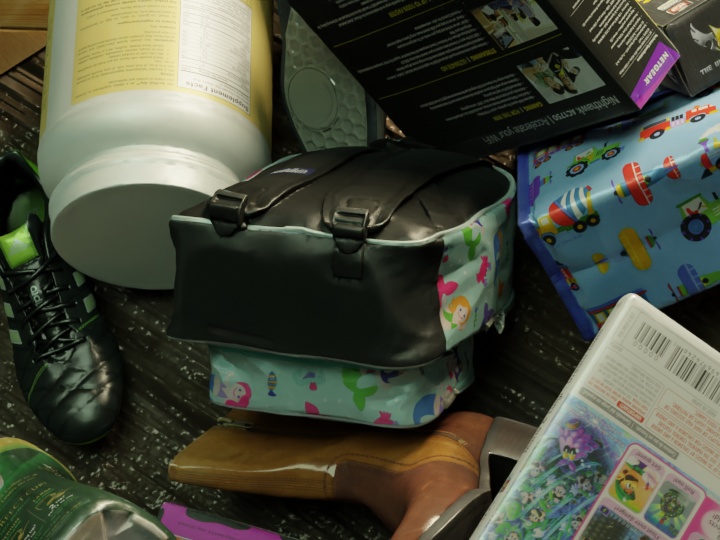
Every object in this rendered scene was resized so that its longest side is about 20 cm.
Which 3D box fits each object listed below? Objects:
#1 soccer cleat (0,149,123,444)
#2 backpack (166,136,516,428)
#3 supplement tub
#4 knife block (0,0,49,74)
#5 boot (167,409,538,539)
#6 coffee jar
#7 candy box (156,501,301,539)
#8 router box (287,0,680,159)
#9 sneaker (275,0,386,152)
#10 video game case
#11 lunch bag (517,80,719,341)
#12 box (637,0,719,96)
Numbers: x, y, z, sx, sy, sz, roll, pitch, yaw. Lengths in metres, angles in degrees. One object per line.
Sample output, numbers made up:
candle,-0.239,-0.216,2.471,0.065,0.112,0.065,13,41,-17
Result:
soccer cleat,-0.196,0.016,1.463,0.067,0.081,0.201,-23,56,4
backpack,0.000,0.000,1.357,0.177,0.151,0.200,6,23,21
supplement tub,-0.125,-0.105,1.472,0.145,0.146,0.201,-8,59,13
knife block,-0.250,-0.215,1.560,0.199,0.176,0.064,-32,57,-2
boot,-0.015,0.116,1.309,0.199,0.069,0.188,9,31,21
coffee jar,-0.182,0.158,1.328,0.105,0.085,0.200,-55,29,-9
candy box,-0.082,0.242,1.305,0.136,0.061,0.201,14,65,24
router box,0.064,-0.140,1.353,0.051,0.149,0.200,-52,20,-28
sneaker,0.011,-0.163,1.505,0.077,0.146,0.203,-5,99,38
video game case,0.174,0.141,1.244,0.200,0.024,0.182,35,73,-3
lunch bag,0.172,-0.075,1.387,0.150,0.094,0.200,-24,31,15
box,0.232,-0.184,1.400,0.199,0.048,0.158,-30,23,-9
